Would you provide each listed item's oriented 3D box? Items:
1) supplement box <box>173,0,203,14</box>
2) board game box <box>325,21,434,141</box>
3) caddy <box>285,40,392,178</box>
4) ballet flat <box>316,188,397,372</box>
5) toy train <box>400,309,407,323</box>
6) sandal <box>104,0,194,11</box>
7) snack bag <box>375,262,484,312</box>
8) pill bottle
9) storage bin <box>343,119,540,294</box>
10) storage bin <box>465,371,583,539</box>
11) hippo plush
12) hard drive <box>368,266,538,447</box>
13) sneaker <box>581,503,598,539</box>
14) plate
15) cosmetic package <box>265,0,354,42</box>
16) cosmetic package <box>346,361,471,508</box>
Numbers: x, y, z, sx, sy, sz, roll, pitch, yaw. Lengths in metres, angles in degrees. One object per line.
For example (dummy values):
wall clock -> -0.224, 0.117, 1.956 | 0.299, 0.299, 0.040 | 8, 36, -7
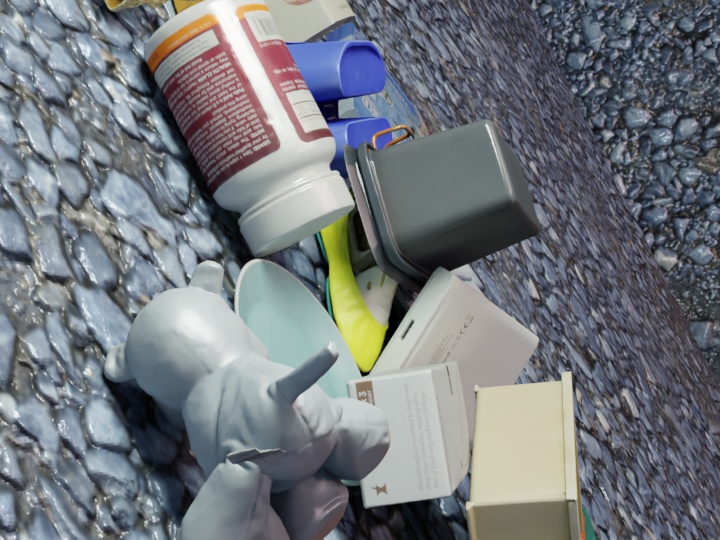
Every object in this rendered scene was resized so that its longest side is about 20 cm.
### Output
supplement box -> -0.151, -0.297, 1.340 | 0.067, 0.069, 0.200 | 28, 36, -57
board game box -> 0.030, -0.165, 1.652 | 0.200, 0.043, 0.199 | 49, 24, -32
caddy -> -0.042, -0.155, 1.369 | 0.200, 0.105, 0.142 | -27, 111, -72
ballet flat -> 0.000, 0.000, 1.310 | 0.067, 0.067, 0.200 | 43, 26, -46
toy train -> 0.072, 0.053, 1.470 | 0.200, 0.042, 0.057 | -70, 140, -65
sandal -> -0.206, -0.248, 1.151 | 0.212, 0.077, 0.070 | 30, 56, -47
snack bag -> 0.073, 0.006, 1.453 | 0.200, 0.021, 0.188 | 53, 24, 22
pill bottle -> -0.090, -0.121, 1.174 | 0.200, 0.114, 0.114 | 64, 19, 4
storage bin -> 0.082, -0.073, 1.302 | 0.200, 0.134, 0.146 | 33, 39, -72
storage bin -> 0.154, 0.230, 1.257 | 0.200, 0.093, 0.199 | -78, 161, -63
hippo plush -> -0.095, 0.096, 0.886 | 0.161, 0.159, 0.200 | 37, -8, 25
hard drive -> 0.092, 0.088, 1.347 | 0.027, 0.132, 0.200 | 31, -2, 37
sneaker -> 0.196, 0.259, 1.465 | 0.200, 0.071, 0.080 | 58, 14, -26
plate -> -0.050, 0.085, 1.131 | 0.200, 0.026, 0.200 | 50, 23, -30
cosmetic package -> -0.100, -0.331, 1.479 | 0.200, 0.087, 0.103 | 59, 18, -8
cosmetic package -> 0.044, 0.130, 1.146 | 0.200, 0.074, 0.102 | 6, 76, -82
